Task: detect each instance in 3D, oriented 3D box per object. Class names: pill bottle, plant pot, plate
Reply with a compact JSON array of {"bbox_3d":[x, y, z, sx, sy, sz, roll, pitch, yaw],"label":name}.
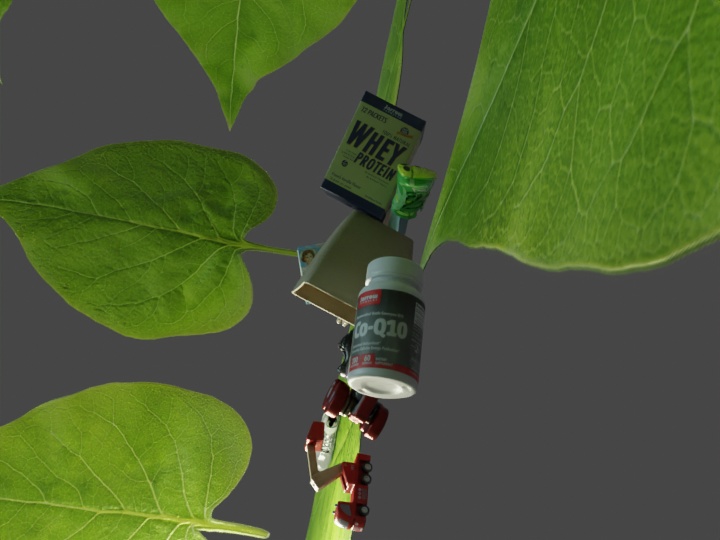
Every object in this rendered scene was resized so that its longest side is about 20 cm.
[{"bbox_3d":[0.045,0.089,1.248,0.114,0.111,0.204,110,168,-64],"label":"pill bottle"},{"bbox_3d":[0.000,0.000,1.547,0.180,0.197,0.200,-64,8,-12],"label":"plant pot"},{"bbox_3d":[0.086,-0.121,1.724,0.200,0.025,0.205,-170,90,-84],"label":"plate"}]

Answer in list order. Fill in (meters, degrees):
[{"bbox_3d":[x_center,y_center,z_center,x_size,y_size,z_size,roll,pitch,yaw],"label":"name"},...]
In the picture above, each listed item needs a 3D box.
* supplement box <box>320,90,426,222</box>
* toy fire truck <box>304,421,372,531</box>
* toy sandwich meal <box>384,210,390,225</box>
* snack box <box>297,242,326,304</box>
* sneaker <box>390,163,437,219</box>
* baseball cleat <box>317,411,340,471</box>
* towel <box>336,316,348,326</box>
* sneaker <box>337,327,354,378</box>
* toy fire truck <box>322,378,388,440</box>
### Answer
[{"bbox_3d":[0.028,-0.218,1.568,0.203,0.132,0.200,-64,-2,1],"label":"supplement box"},{"bbox_3d":[-0.049,0.407,1.556,0.049,0.138,0.203,106,173,-48],"label":"toy fire truck"},{"bbox_3d":[0.020,-0.104,1.855,0.208,0.069,0.205,-62,-5,-8],"label":"toy sandwich meal"},{"bbox_3d":[-0.029,-0.007,1.656,0.037,0.195,0.119,-123,23,-77],"label":"snack box"},{"bbox_3d":[0.094,-0.136,1.405,0.200,0.072,0.086,68,-146,-81],"label":"sneaker"},{"bbox_3d":[-0.109,0.528,2.478,0.107,0.068,0.205,118,161,-76],"label":"baseball cleat"},{"bbox_3d":[0.008,0.034,1.894,0.203,0.034,0.132,-67,-11,23],"label":"towel"},{"bbox_3d":[-0.008,0.163,1.898,0.076,0.085,0.205,113,166,-70],"label":"sneaker"},{"bbox_3d":[0.013,0.219,1.507,0.170,0.111,0.200,-62,4,-6],"label":"toy fire truck"}]
